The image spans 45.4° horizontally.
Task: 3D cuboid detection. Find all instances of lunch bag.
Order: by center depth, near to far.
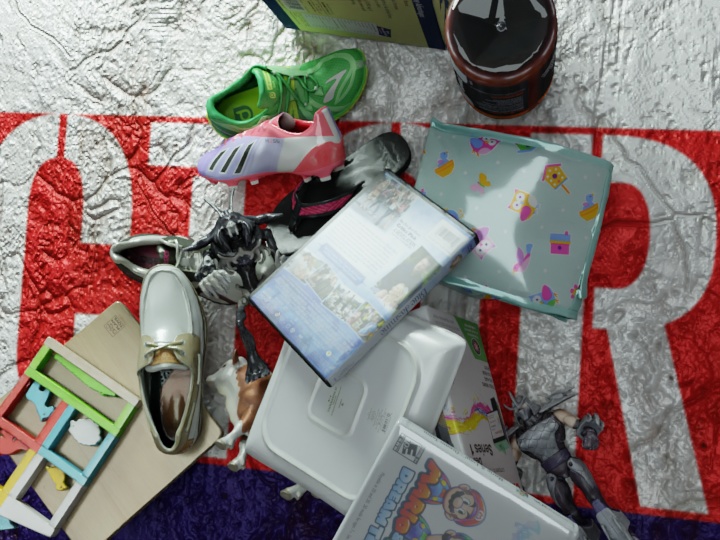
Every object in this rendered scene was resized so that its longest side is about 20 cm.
[{"bbox_3d":[0.153,-0.052,0.898,0.196,0.122,0.174,15,90,18],"label":"lunch bag"}]

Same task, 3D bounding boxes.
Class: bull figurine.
[{"bbox_3d":[-0.092,0.171,0.948,0.197,0.066,0.122,23,51,5],"label":"bull figurine"}]

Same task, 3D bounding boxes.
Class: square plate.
[{"bbox_3d":[-0.016,0.123,0.827,0.196,0.028,0.204,23,94,34],"label":"square plate"}]

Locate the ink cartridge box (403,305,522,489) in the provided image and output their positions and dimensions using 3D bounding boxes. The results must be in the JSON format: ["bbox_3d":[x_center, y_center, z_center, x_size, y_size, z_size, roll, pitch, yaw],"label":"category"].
[{"bbox_3d":[0.085,0.152,0.862,0.083,0.144,0.204,-22,70,23],"label":"ink cartridge box"}]

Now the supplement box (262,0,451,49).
[{"bbox_3d":[-0.001,-0.337,0.903,0.196,0.200,0.137,10,90,11],"label":"supplement box"}]

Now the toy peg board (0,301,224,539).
[{"bbox_3d":[-0.289,0.183,1.005,0.198,0.098,0.201,-40,81,-9],"label":"toy peg board"}]

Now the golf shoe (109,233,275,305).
[{"bbox_3d":[-0.189,-0.003,0.984,0.195,0.088,0.079,3,86,9],"label":"golf shoe"}]

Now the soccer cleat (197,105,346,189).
[{"bbox_3d":[-0.104,-0.138,0.960,0.197,0.067,0.078,2,116,32],"label":"soccer cleat"}]

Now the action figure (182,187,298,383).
[{"bbox_3d":[-0.115,0.008,0.914,0.117,0.102,0.204,-21,91,-15],"label":"action figure"}]

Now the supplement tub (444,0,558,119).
[{"bbox_3d":[0.144,-0.215,0.866,0.105,0.200,0.110,-1,86,11],"label":"supplement tub"}]

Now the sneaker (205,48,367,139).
[{"bbox_3d":[-0.084,-0.197,0.973,0.196,0.084,0.076,-19,83,10],"label":"sneaker"}]

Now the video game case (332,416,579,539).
[{"bbox_3d":[0.066,0.261,0.759,0.180,0.024,0.203,30,102,8],"label":"video game case"}]

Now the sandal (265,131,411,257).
[{"bbox_3d":[-0.033,-0.093,0.968,0.199,0.045,0.076,-37,62,5],"label":"sandal"}]

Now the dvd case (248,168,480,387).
[{"bbox_3d":[0.000,0.000,0.836,0.200,0.018,0.142,-43,51,-9],"label":"dvd case"}]

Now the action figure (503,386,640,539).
[{"bbox_3d":[0.213,0.211,0.896,0.130,0.069,0.202,-39,75,26],"label":"action figure"}]

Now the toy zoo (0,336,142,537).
[{"bbox_3d":[-0.347,0.194,0.942,0.130,0.020,0.202,32,79,7],"label":"toy zoo"}]

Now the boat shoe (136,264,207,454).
[{"bbox_3d":[-0.201,0.094,0.920,0.073,0.068,0.205,-7,90,-2],"label":"boat shoe"}]
